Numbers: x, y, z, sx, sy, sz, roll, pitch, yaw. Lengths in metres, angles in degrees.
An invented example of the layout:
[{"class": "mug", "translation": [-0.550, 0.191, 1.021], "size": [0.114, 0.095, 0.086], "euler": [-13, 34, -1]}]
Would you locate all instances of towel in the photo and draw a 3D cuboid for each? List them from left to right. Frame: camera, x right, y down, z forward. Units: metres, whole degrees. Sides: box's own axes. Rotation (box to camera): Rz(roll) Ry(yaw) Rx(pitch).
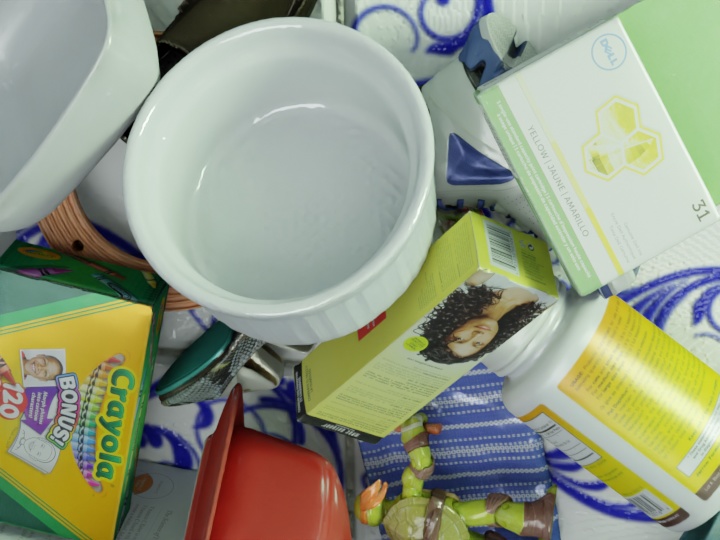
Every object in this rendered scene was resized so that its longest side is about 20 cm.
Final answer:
[{"class": "towel", "translation": [0.065, 0.132, 1.338], "size": [0.143, 0.024, 0.202], "euler": [-7, 114, 16]}]

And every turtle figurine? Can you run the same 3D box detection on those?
[{"class": "turtle figurine", "translation": [0.062, 0.176, 1.314], "size": [0.159, 0.065, 0.202], "euler": [8, 115, 6]}]

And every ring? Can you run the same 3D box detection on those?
[{"class": "ring", "translation": [-0.142, -0.070, 1.271], "size": [0.198, 0.019, 0.203], "euler": [2, 105, 9]}]

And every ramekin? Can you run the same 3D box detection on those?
[{"class": "ramekin", "translation": [-0.044, -0.051, 1.141], "size": [0.198, 0.203, 0.098], "euler": [2, 160, 12]}]

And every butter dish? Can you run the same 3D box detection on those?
[{"class": "butter dish", "translation": [-0.051, 0.218, 1.293], "size": [0.146, 0.201, 0.201], "euler": [7, 139, 2]}]

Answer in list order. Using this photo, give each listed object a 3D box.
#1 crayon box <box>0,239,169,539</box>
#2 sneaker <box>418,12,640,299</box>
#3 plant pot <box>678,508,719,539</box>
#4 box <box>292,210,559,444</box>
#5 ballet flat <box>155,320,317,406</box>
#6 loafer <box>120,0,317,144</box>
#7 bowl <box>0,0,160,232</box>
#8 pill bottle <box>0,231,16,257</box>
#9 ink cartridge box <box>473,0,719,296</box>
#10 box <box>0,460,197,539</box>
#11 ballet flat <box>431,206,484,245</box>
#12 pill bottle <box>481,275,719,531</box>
[{"class": "crayon box", "translation": [-0.214, 0.090, 1.288], "size": [0.117, 0.058, 0.202], "euler": [13, 112, 2]}, {"class": "sneaker", "translation": [0.102, -0.064, 1.207], "size": [0.115, 0.081, 0.200], "euler": [-31, 99, 29]}, {"class": "plant pot", "translation": [0.284, 0.228, 1.242], "size": [0.134, 0.200, 0.201], "euler": [33, 119, 4]}, {"class": "box", "translation": [0.040, 0.043, 1.198], "size": [0.075, 0.051, 0.200], "euler": [19, 137, -32]}, {"class": "ballet flat", "translation": [-0.072, 0.049, 1.303], "size": [0.072, 0.072, 0.200], "euler": [40, 118, -8]}, {"class": "loafer", "translation": [-0.096, -0.150, 1.195], "size": [0.073, 0.071, 0.200], "euler": [38, 107, -3]}, {"class": "bowl", "translation": [-0.210, -0.138, 1.194], "size": [0.074, 0.201, 0.200], "euler": [19, 127, -41]}, {"class": "pill bottle", "translation": [-0.349, 0.011, 1.326], "size": [0.200, 0.112, 0.111], "euler": [-38, 103, 27]}, {"class": "ink cartridge box", "translation": [0.190, -0.096, 1.126], "size": [0.199, 0.048, 0.147], "euler": [-29, 97, 3]}, {"class": "box", "translation": [-0.223, 0.225, 1.379], "size": [0.198, 0.153, 0.107], "euler": [10, 117, 9]}, {"class": "ballet flat", "translation": [0.000, 0.000, 1.218], "size": [0.198, 0.064, 0.076], "euler": [-18, 99, -9]}, {"class": "pill bottle", "translation": [0.174, 0.083, 1.238], "size": [0.199, 0.109, 0.109], "euler": [37, 119, -7]}]
